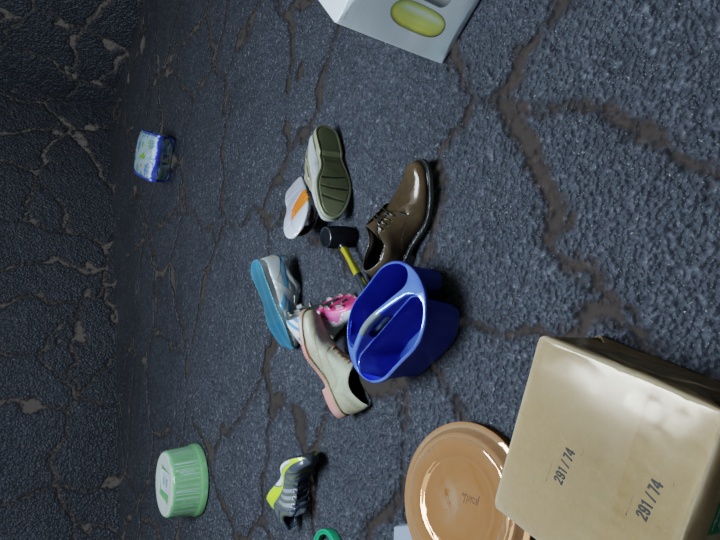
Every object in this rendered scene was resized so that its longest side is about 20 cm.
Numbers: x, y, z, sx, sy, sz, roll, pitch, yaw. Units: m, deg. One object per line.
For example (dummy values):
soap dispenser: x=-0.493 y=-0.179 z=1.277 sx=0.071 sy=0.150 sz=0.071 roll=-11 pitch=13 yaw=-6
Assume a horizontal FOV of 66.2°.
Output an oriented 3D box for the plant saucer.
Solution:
plant saucer: x=0.130 y=0.297 z=0.706 sx=0.199 sy=0.032 sz=0.202 roll=-19 pitch=63 yaw=42

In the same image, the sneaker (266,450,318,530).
sneaker: x=-0.118 y=0.421 z=1.064 sx=0.081 sy=0.073 sz=0.201 roll=53 pitch=136 yaw=35

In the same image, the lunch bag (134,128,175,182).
lunch bag: x=-0.757 y=-0.421 z=2.032 sx=0.200 sy=0.126 sz=0.172 roll=36 pitch=115 yaw=62

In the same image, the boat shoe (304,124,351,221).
boat shoe: x=-0.067 y=-0.176 z=1.057 sx=0.068 sy=0.074 sz=0.202 roll=-41 pitch=46 yaw=52

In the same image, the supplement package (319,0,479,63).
supplement package: x=0.064 y=-0.438 z=0.782 sx=0.192 sy=0.199 sz=0.148 roll=-57 pitch=44 yaw=35

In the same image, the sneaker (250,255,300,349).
sneaker: x=-0.160 y=0.065 z=1.158 sx=0.076 sy=0.080 sz=0.202 roll=-11 pitch=97 yaw=52

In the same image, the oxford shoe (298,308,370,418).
oxford shoe: x=-0.042 y=0.152 z=0.951 sx=0.073 sy=0.071 sz=0.201 roll=-23 pitch=95 yaw=30

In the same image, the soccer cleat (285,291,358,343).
soccer cleat: x=-0.058 y=0.096 z=1.022 sx=0.199 sy=0.070 sz=0.087 roll=-13 pitch=105 yaw=46

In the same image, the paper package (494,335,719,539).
paper package: x=0.247 y=0.183 z=0.526 sx=0.190 sy=0.103 sz=0.202 roll=24 pitch=105 yaw=52

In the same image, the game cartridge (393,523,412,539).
game cartridge: x=0.103 y=0.454 z=0.760 sx=0.133 sy=0.041 sz=0.202 roll=-32 pitch=60 yaw=45

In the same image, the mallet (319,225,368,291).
mallet: x=0.000 y=0.000 z=0.971 sx=0.201 sy=0.066 sz=0.041 roll=57 pitch=133 yaw=23

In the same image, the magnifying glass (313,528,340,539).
magnifying glass: x=-0.083 y=0.554 z=1.031 sx=0.201 sy=0.022 sz=0.080 roll=-59 pitch=43 yaw=30

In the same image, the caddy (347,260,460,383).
caddy: x=0.051 y=0.078 z=0.817 sx=0.200 sy=0.104 sz=0.142 roll=-54 pitch=45 yaw=37

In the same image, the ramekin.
ramekin: x=-0.513 y=0.601 z=1.575 sx=0.199 sy=0.097 sz=0.202 roll=-10 pitch=78 yaw=55

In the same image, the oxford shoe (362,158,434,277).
oxford shoe: x=0.056 y=-0.077 z=0.852 sx=0.073 sy=0.084 sz=0.202 roll=38 pitch=115 yaw=52

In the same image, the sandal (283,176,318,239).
sandal: x=-0.112 y=-0.127 z=1.130 sx=0.079 sy=0.059 sz=0.207 roll=-45 pitch=28 yaw=22
